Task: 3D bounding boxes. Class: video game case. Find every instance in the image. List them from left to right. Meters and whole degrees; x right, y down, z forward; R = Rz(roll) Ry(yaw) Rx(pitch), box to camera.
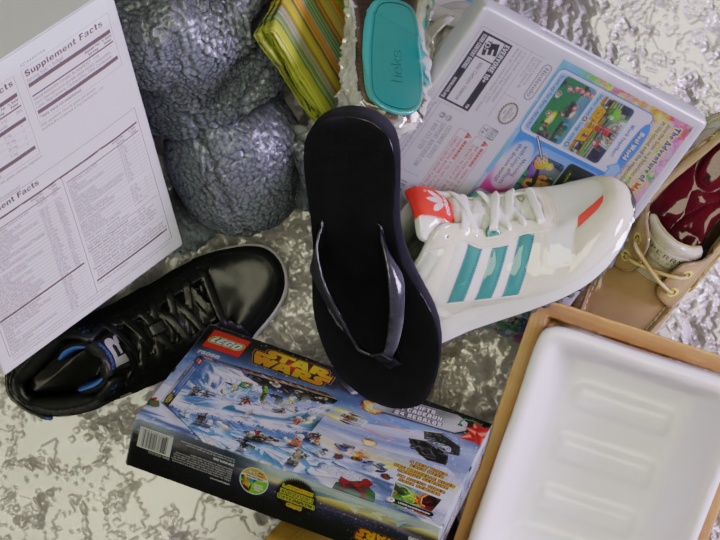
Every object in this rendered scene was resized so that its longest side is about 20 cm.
[{"bbox_3d":[0.095,-0.058,1.403,0.182,0.024,0.200,24,114,-25],"label":"video game case"}]

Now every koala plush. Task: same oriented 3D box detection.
[{"bbox_3d":[-0.096,-0.107,1.414,0.177,0.184,0.200,-12,111,12],"label":"koala plush"}]

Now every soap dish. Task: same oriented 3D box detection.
[{"bbox_3d":[0.160,0.125,1.424,0.157,0.081,0.200,18,108,2],"label":"soap dish"}]

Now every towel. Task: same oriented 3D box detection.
[{"bbox_3d":[-0.018,-0.190,1.394,0.018,0.200,0.086,-7,135,27],"label":"towel"}]

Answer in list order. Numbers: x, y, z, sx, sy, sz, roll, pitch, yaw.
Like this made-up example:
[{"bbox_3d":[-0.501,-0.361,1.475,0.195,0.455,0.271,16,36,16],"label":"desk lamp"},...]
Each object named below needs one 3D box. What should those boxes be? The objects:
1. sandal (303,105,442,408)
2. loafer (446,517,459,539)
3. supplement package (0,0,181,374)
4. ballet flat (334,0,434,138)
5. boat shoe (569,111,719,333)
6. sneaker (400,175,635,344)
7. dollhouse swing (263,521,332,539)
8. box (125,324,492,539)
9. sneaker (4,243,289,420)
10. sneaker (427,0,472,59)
[{"bbox_3d":[-0.001,0.000,1.319,0.076,0.043,0.200,-6,116,16],"label":"sandal"},{"bbox_3d":[-0.020,0.138,1.455,0.200,0.071,0.073,27,92,1],"label":"loafer"},{"bbox_3d":[-0.228,-0.079,1.318,0.151,0.200,0.152,-38,48,-26],"label":"supplement package"},{"bbox_3d":[0.011,-0.162,1.362,0.072,0.072,0.200,7,61,1],"label":"ballet flat"},{"bbox_3d":[0.202,-0.020,1.447,0.074,0.066,0.200,32,94,-1],"label":"boat shoe"},{"bbox_3d":[0.074,-0.019,1.365,0.200,0.070,0.093,-24,131,7],"label":"sneaker"},{"bbox_3d":[-0.023,0.274,1.389,0.176,0.182,0.200,37,115,5],"label":"dollhouse swing"},{"bbox_3d":[-0.029,0.108,1.360,0.200,0.137,0.040,19,118,9],"label":"box"},{"bbox_3d":[-0.139,0.047,1.436,0.200,0.112,0.073,-28,91,2],"label":"sneaker"},{"bbox_3d":[0.078,-0.143,1.442,0.200,0.081,0.077,19,93,2],"label":"sneaker"}]
